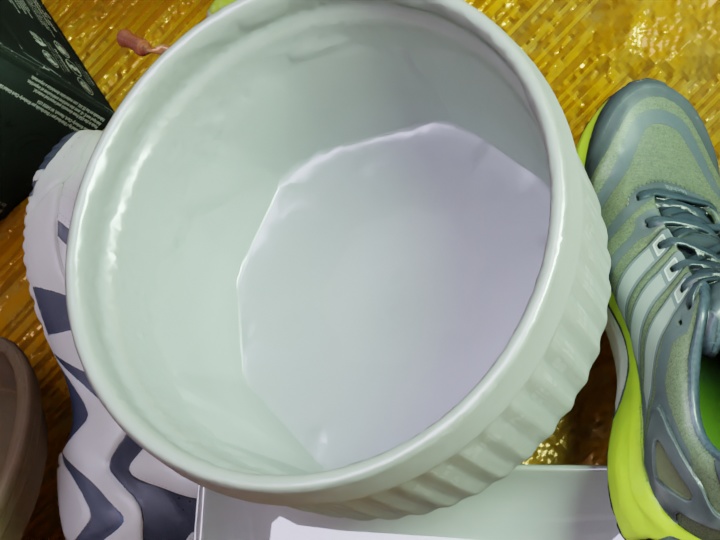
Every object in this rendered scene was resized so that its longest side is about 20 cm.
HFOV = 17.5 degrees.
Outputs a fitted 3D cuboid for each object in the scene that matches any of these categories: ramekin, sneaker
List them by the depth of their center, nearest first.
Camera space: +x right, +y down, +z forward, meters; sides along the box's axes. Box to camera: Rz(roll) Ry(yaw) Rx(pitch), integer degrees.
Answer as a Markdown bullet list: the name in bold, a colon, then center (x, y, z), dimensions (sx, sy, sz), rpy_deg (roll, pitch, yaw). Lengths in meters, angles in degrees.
- **ramekin**: center (0.000, 0.000, 0.879), dimensions (0.200, 0.105, 0.201), rpy_deg (-9, 67, 22)
- **sneaker**: center (0.131, 0.013, 0.889), dimensions (0.081, 0.074, 0.200), rpy_deg (130, 135, -57)
- **sneaker**: center (-0.069, 0.026, 1.006), dimensions (0.129, 0.079, 0.200), rpy_deg (-13, 70, 22)

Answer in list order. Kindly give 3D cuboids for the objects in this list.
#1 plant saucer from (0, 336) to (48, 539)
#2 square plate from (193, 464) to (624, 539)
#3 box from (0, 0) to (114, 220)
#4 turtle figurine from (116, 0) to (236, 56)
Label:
- **plant saucer**: center (-0.203, 0.119, 1.027), dimensions (0.200, 0.029, 0.200), rpy_deg (-36, 31, 26)
- **square plate**: center (0.027, 0.173, 0.919), dimensions (0.199, 0.028, 0.199), rpy_deg (2, 80, 14)
- **box**: center (-0.249, -0.076, 1.102), dimensions (0.200, 0.124, 0.149), rpy_deg (-41, 61, 10)
- **turtle figurine**: center (-0.028, -0.163, 1.024), dimensions (0.161, 0.065, 0.200), rpy_deg (-7, 32, 7)
